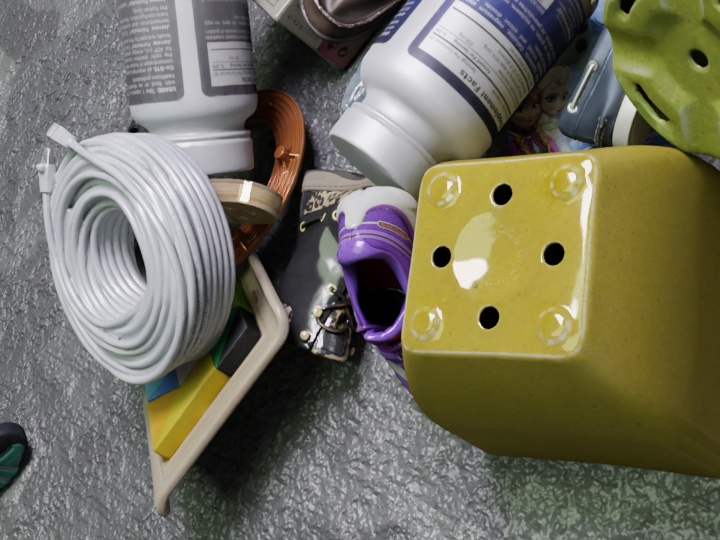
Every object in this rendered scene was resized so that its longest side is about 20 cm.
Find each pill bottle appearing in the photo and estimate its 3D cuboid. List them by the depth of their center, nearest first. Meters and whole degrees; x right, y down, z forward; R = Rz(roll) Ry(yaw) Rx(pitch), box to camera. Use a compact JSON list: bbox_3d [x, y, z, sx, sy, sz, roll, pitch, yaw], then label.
[{"bbox_3d":[0.070,-0.148,0.711,0.111,0.111,0.201,36,85,37],"label":"pill bottle"},{"bbox_3d":[-0.148,-0.185,0.861,0.112,0.113,0.203,2,101,36],"label":"pill bottle"}]

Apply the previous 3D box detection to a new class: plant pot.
[{"bbox_3d":[0.246,-0.162,0.564,0.184,0.201,0.200,-38,51,-17],"label":"plant pot"},{"bbox_3d":[0.127,0.016,0.638,0.194,0.199,0.197,-1,74,36],"label":"plant pot"}]

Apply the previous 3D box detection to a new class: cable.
[{"bbox_3d":[-0.184,-0.012,0.818,0.199,0.069,0.202,19,113,38],"label":"cable"}]

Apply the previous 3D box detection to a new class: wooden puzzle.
[{"bbox_3d":[-0.136,0.082,0.857,0.201,0.037,0.185,-57,24,9],"label":"wooden puzzle"}]

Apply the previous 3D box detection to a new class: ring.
[{"bbox_3d":[-0.128,-0.085,0.939,0.199,0.019,0.202,-26,49,33],"label":"ring"}]

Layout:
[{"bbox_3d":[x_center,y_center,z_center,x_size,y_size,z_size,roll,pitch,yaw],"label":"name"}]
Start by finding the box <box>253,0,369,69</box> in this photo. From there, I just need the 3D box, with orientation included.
[{"bbox_3d":[-0.017,-0.310,0.904,0.200,0.109,0.128,-50,53,11],"label":"box"}]

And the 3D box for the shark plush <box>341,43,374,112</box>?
[{"bbox_3d":[0.062,-0.195,0.776,0.200,0.083,0.091,-45,69,16],"label":"shark plush"}]

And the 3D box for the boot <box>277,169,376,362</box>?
[{"bbox_3d":[0.000,0.000,0.805,0.199,0.073,0.152,15,84,48],"label":"boot"}]

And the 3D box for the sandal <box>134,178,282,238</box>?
[{"bbox_3d":[-0.159,-0.034,0.870,0.210,0.077,0.070,0,70,39],"label":"sandal"}]

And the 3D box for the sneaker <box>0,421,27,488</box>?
[{"bbox_3d":[-0.430,0.209,1.054,0.200,0.074,0.088,-45,50,16],"label":"sneaker"}]

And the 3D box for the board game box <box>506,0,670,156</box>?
[{"bbox_3d":[0.198,-0.186,0.752,0.198,0.043,0.201,-18,64,29],"label":"board game box"}]

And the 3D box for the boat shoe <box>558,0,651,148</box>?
[{"bbox_3d":[0.193,-0.180,0.684,0.061,0.075,0.202,20,96,25],"label":"boat shoe"}]

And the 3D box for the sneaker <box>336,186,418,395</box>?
[{"bbox_3d":[0.025,0.038,0.711,0.080,0.201,0.084,-11,38,25],"label":"sneaker"}]

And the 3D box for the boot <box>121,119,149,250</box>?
[{"bbox_3d":[-0.224,-0.121,1.019,0.165,0.065,0.202,-108,38,-64],"label":"boot"}]

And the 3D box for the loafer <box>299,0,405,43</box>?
[{"bbox_3d":[0.032,-0.265,0.811,0.200,0.071,0.073,-42,92,-12],"label":"loafer"}]
